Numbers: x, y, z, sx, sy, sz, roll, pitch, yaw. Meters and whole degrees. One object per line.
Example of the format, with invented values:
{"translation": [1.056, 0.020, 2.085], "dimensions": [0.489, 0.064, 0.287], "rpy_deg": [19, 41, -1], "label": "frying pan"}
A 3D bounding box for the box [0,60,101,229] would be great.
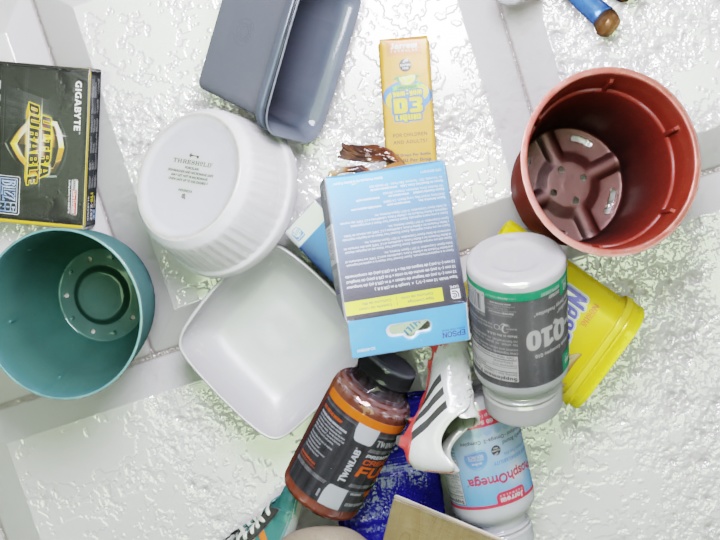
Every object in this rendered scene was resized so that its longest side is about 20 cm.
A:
{"translation": [-0.417, -0.161, 1.395], "dimensions": [0.156, 0.049, 0.204], "rpy_deg": [6, 98, 6], "label": "box"}

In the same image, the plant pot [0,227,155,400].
{"translation": [-0.344, 0.041, 1.356], "dimensions": [0.196, 0.161, 0.205], "rpy_deg": [1, 97, 5], "label": "plant pot"}

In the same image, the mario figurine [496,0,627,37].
{"translation": [0.233, -0.359, 1.285], "dimensions": [0.198, 0.106, 0.125], "rpy_deg": [30, 64, -7], "label": "mario figurine"}

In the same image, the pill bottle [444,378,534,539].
{"translation": [0.157, 0.246, 1.367], "dimensions": [0.107, 0.109, 0.204], "rpy_deg": [-13, 96, 6], "label": "pill bottle"}

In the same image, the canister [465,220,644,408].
{"translation": [0.225, 0.052, 1.346], "dimensions": [0.198, 0.087, 0.150], "rpy_deg": [34, 106, 2], "label": "canister"}

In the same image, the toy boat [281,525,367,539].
{"translation": [-0.028, 0.407, 1.343], "dimensions": [0.129, 0.132, 0.200], "rpy_deg": [-26, 124, 35], "label": "toy boat"}

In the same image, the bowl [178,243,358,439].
{"translation": [-0.106, 0.083, 1.387], "dimensions": [0.200, 0.075, 0.200], "rpy_deg": [44, 99, -2], "label": "bowl"}

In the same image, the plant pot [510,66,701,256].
{"translation": [0.262, -0.110, 1.258], "dimensions": [0.197, 0.195, 0.205], "rpy_deg": [0, 86, -3], "label": "plant pot"}

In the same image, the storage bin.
{"translation": [-0.100, -0.274, 1.322], "dimensions": [0.133, 0.145, 0.203], "rpy_deg": [23, 100, 29], "label": "storage bin"}

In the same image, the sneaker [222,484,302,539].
{"translation": [-0.138, 0.356, 1.424], "dimensions": [0.079, 0.071, 0.202], "rpy_deg": [26, 100, -3], "label": "sneaker"}

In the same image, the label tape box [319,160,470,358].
{"translation": [0.038, -0.012, 1.233], "dimensions": [0.141, 0.066, 0.204], "rpy_deg": [-8, 88, -9], "label": "label tape box"}

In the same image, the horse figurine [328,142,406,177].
{"translation": [0.034, -0.066, 1.294], "dimensions": [0.130, 0.050, 0.204], "rpy_deg": [-13, 83, -13], "label": "horse figurine"}

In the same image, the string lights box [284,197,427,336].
{"translation": [0.000, 0.000, 1.353], "dimensions": [0.059, 0.103, 0.200], "rpy_deg": [-44, 92, 7], "label": "string lights box"}

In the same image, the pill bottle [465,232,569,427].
{"translation": [0.181, 0.069, 1.240], "dimensions": [0.111, 0.114, 0.203], "rpy_deg": [-5, 122, 5], "label": "pill bottle"}

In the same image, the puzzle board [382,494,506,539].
{"translation": [0.096, 0.377, 1.381], "dimensions": [0.148, 0.017, 0.202], "rpy_deg": [19, 129, 11], "label": "puzzle board"}

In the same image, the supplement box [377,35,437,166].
{"translation": [0.059, -0.183, 1.344], "dimensions": [0.065, 0.069, 0.204], "rpy_deg": [-4, 95, 5], "label": "supplement box"}

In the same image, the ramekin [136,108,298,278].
{"translation": [-0.181, -0.099, 1.315], "dimensions": [0.199, 0.094, 0.206], "rpy_deg": [-8, 73, 28], "label": "ramekin"}

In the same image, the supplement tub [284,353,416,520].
{"translation": [-0.008, 0.194, 1.323], "dimensions": [0.106, 0.107, 0.202], "rpy_deg": [27, 105, 1], "label": "supplement tub"}

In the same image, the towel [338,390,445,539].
{"translation": [0.030, 0.262, 1.410], "dimensions": [0.145, 0.050, 0.204], "rpy_deg": [-8, 96, 6], "label": "towel"}

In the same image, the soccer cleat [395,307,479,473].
{"translation": [0.109, 0.141, 1.287], "dimensions": [0.084, 0.069, 0.203], "rpy_deg": [13, 75, 29], "label": "soccer cleat"}
